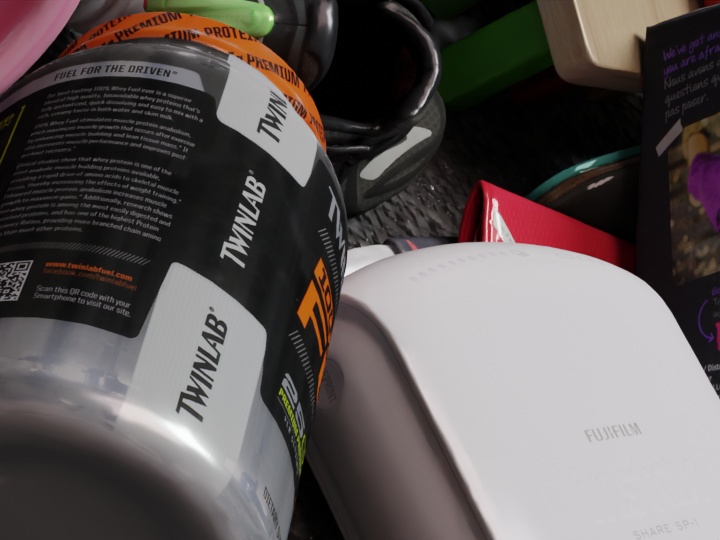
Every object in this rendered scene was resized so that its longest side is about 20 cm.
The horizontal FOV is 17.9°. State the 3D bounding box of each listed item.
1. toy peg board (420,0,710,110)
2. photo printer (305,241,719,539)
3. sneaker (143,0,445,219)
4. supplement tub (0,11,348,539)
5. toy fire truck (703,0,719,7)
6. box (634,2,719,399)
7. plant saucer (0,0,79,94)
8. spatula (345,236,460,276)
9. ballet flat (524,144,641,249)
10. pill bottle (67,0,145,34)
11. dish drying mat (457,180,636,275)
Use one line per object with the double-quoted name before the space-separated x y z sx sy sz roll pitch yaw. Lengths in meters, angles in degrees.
"toy peg board" 0.095 -0.158 1.014 0.198 0.097 0.202 1 71 -51
"photo printer" 0.068 0.080 0.773 0.166 0.069 0.201 -3 59 -46
"sneaker" -0.006 -0.058 0.800 0.200 0.083 0.077 12 81 -69
"supplement tub" -0.069 0.018 0.651 0.122 0.123 0.201 34 35 -17
"toy fire truck" 0.217 -0.142 1.034 0.199 0.049 0.142 11 63 -47
"box" 0.182 0.002 0.891 0.122 0.106 0.202 18 70 -37
"plant saucer" -0.169 -0.129 0.662 0.200 0.202 0.051 23 9 -30
"spatula" 0.000 0.000 0.841 0.199 0.021 0.057 -5 56 -51
"ballet flat" 0.140 -0.025 0.985 0.200 0.068 0.069 -20 77 -54
"pill bottle" -0.143 -0.148 0.761 0.199 0.111 0.111 23 39 -30
"dish drying mat" 0.116 0.029 0.916 0.199 0.018 0.077 20 65 -34
